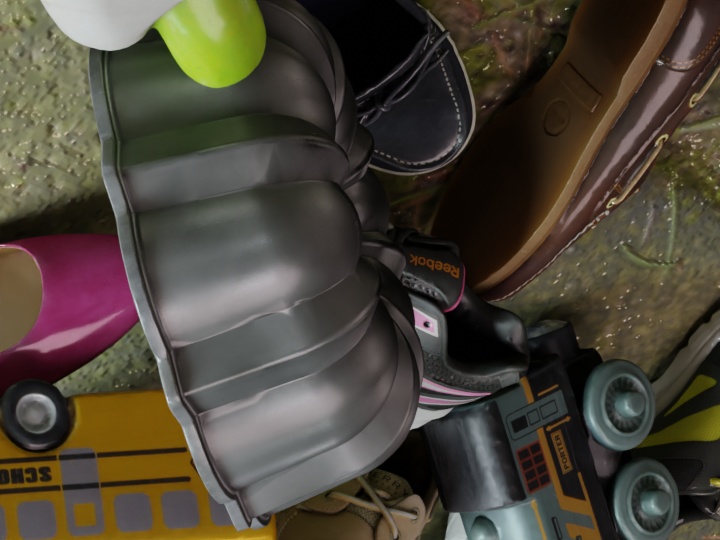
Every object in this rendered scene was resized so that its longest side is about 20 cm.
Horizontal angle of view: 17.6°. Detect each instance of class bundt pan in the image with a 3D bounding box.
[{"bbox_3d":[-0.029,-0.013,0.833,0.075,0.203,0.202,-15,143,7],"label":"bundt pan"}]

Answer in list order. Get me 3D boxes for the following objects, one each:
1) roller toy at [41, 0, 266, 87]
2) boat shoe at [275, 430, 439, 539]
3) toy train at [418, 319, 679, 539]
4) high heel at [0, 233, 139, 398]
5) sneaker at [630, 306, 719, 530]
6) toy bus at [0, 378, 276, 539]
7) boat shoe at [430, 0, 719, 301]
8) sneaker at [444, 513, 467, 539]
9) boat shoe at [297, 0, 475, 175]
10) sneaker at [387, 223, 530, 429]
[{"bbox_3d":[-0.066,-0.174,0.705,0.139,0.183,0.200,-28,152,-2],"label":"roller toy"},{"bbox_3d":[-0.004,0.121,1.125,0.065,0.072,0.200,-55,171,17],"label":"boat shoe"},{"bbox_3d":[0.101,0.129,1.168,0.114,0.201,0.085,-22,-172,-37],"label":"toy train"},{"bbox_3d":[-0.180,0.010,0.940,0.199,0.068,0.096,-11,151,-2],"label":"high heel"},{"bbox_3d":[0.194,0.087,1.251,0.200,0.085,0.074,-41,142,15],"label":"sneaker"},{"bbox_3d":[-0.102,0.089,0.963,0.199,0.079,0.065,-2,162,-25],"label":"toy bus"},{"bbox_3d":[0.107,-0.060,1.039,0.070,0.071,0.200,15,125,-37],"label":"boat shoe"},{"bbox_3d":[0.065,0.197,1.277,0.074,0.087,0.201,18,131,4],"label":"sneaker"},{"bbox_3d":[-0.003,-0.088,0.946,0.074,0.062,0.200,-35,144,4],"label":"boat shoe"},{"bbox_3d":[0.000,0.000,0.999,0.086,0.081,0.200,-15,148,38],"label":"sneaker"}]
